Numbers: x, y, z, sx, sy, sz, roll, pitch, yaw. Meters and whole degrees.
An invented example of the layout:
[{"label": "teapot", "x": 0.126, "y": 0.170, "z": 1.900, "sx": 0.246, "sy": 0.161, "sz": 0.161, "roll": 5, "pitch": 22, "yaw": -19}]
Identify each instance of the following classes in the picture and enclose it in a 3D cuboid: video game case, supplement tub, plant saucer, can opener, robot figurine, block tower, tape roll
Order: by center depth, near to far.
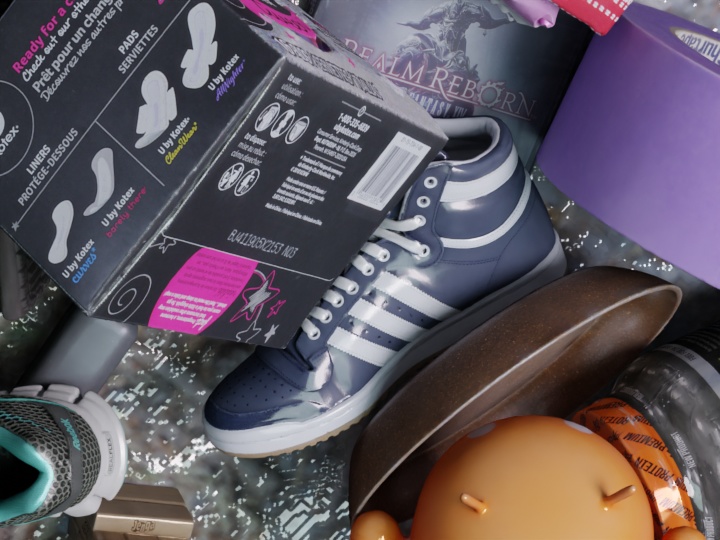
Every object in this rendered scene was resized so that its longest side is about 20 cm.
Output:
[{"label": "tape roll", "x": 0.190, "y": -0.048, "z": 1.028, "sx": 0.199, "sy": 0.200, "sz": 0.085, "roll": 18, "pitch": 107, "yaw": -27}, {"label": "can opener", "x": -0.157, "y": 0.103, "z": 1.043, "sx": 0.067, "sy": 0.053, "sz": 0.200, "roll": 34, "pitch": 99, "yaw": -10}, {"label": "robot figurine", "x": 0.080, "y": 0.141, "z": 1.048, "sx": 0.117, "sy": 0.144, "sz": 0.200, "roll": -46, "pitch": 164, "yaw": -21}, {"label": "video game case", "x": 0.018, "y": -0.058, "z": 1.062, "sx": 0.142, "sy": 0.019, "sz": 0.201, "roll": 14, "pitch": 109, "yaw": -26}, {"label": "plant saucer", "x": 0.069, "y": 0.058, "z": 1.070, "sx": 0.200, "sy": 0.035, "sz": 0.200, "roll": -33, "pitch": 163, "yaw": -11}, {"label": "block tower", "x": -0.138, "y": 0.208, "z": 1.105, "sx": 0.057, "sy": 0.054, "sz": 0.201, "roll": 8, "pitch": 110, "yaw": -23}, {"label": "supplement tub", "x": 0.216, "y": 0.079, "z": 1.133, "sx": 0.199, "sy": 0.122, "sz": 0.123, "roll": -22, "pitch": 120, "yaw": -17}]

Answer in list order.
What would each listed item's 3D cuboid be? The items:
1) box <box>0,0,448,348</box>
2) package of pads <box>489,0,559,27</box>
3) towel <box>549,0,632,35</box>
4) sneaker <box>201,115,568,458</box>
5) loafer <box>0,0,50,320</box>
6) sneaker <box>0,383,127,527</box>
[{"label": "box", "x": -0.069, "y": -0.058, "z": 0.917, "sx": 0.132, "sy": 0.115, "sz": 0.200, "roll": -51, "pitch": 161, "yaw": 9}, {"label": "package of pads", "x": 0.073, "y": -0.221, "z": 0.967, "sx": 0.120, "sy": 0.076, "sz": 0.201, "roll": 22, "pitch": 100, "yaw": -28}, {"label": "towel", "x": 0.108, "y": -0.217, "z": 0.928, "sx": 0.144, "sy": 0.022, "sz": 0.201, "roll": 28, "pitch": 98, "yaw": -31}, {"label": "sneaker", "x": 0.000, "y": 0.000, "z": 1.030, "sx": 0.199, "sy": 0.070, "sz": 0.109, "roll": -30, "pitch": 126, "yaw": -14}, {"label": "loafer", "x": -0.175, "y": -0.071, "z": 0.961, "sx": 0.071, "sy": 0.073, "sz": 0.201, "roll": 4, "pitch": 120, "yaw": 17}, {"label": "sneaker", "x": -0.209, "y": 0.086, "z": 0.971, "sx": 0.199, "sy": 0.091, "sz": 0.078, "roll": -7, "pitch": 93, "yaw": 7}]
